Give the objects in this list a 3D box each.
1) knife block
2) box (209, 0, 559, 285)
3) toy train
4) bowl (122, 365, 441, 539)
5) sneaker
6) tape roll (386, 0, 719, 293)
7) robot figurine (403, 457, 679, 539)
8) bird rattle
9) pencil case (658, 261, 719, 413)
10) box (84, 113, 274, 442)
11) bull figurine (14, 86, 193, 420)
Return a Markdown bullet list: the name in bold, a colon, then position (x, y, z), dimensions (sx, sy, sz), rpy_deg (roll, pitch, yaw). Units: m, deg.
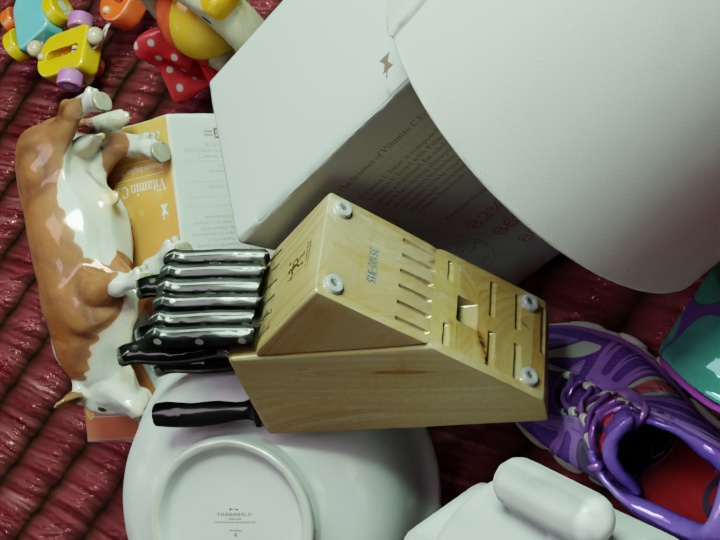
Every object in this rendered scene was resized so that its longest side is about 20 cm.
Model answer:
- **knife block**: position (-0.022, 0.047, 0.719), dimensions (0.176, 0.198, 0.065), rpy_deg (-44, 29, 45)
- **box**: position (0.044, -0.080, 0.741), dimensions (0.152, 0.198, 0.108), rpy_deg (-39, 52, 38)
- **toy train**: position (-0.241, -0.233, 1.213), dimensions (0.199, 0.055, 0.152), rpy_deg (26, 89, 43)
- **bowl**: position (-0.059, 0.134, 0.774), dimensions (0.198, 0.090, 0.205), rpy_deg (1, 94, 17)
- **sneaker**: position (0.134, 0.077, 0.690), dimensions (0.199, 0.083, 0.081), rpy_deg (32, 94, 47)
- **tape roll**: position (0.129, -0.111, 0.601), dimensions (0.139, 0.201, 0.205), rpy_deg (-46, 46, 34)
- **robot figurine**: position (0.105, 0.169, 0.645), dimensions (0.112, 0.172, 0.199), rpy_deg (-32, 28, -26)
- **bird rattle**: position (-0.104, -0.179, 0.989), dimensions (0.113, 0.163, 0.200), rpy_deg (-44, 54, -6)
- **pencil case**: position (0.230, -0.013, 0.637), dimensions (0.092, 0.085, 0.201), rpy_deg (40, 100, 42)
- **box**: position (-0.120, 0.006, 0.906), dimensions (0.123, 0.097, 0.203), rpy_deg (-8, 88, 42)
- **bull figurine**: position (-0.161, -0.010, 0.835), dimensions (0.121, 0.065, 0.203), rpy_deg (-28, 76, 36)
